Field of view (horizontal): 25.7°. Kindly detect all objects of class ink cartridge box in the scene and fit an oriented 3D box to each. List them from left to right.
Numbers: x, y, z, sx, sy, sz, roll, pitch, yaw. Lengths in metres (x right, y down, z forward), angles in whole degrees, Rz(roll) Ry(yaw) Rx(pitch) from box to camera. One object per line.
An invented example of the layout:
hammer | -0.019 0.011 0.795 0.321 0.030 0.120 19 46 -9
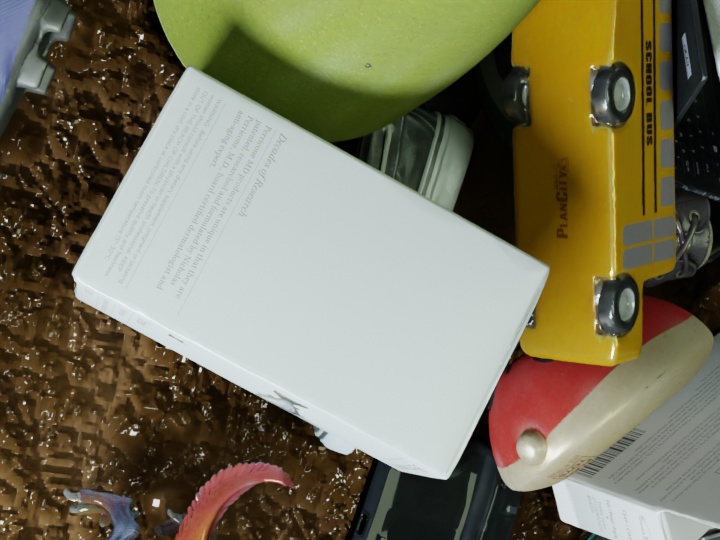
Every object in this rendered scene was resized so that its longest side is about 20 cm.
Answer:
ink cartridge box | 0.247 0.110 0.985 0.200 0.176 0.045 -33 118 -31

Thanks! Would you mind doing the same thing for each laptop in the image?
laptop | 0.207 -0.146 0.915 0.200 0.103 0.178 14 64 -40

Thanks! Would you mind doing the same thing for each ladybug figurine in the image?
ladybug figurine | 0.137 0.066 0.943 0.072 0.136 0.200 53 31 8

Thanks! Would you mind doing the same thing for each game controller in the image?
game controller | 0.031 0.192 0.952 0.104 0.042 0.201 20 85 -20

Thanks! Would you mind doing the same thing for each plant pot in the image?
plant pot | 0.018 -0.167 0.759 0.187 0.200 0.188 2 86 -27

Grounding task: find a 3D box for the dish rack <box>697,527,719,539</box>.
dish rack | 0.192 0.237 0.990 0.200 0.055 0.154 -19 118 15

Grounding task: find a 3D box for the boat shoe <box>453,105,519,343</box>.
boat shoe | 0.086 -0.028 0.920 0.200 0.070 0.070 -65 158 -10

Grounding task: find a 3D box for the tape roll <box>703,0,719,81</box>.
tape roll | 0.228 -0.140 0.902 0.203 0.037 0.203 -12 90 -69

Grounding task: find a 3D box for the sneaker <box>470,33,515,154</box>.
sneaker | 0.088 -0.161 0.873 0.070 0.082 0.201 -8 82 7

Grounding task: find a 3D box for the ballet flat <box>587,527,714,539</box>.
ballet flat | 0.205 0.170 1.042 0.200 0.068 0.068 -49 122 -18

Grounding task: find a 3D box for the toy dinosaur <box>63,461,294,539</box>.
toy dinosaur | -0.131 0.199 0.777 0.105 0.200 0.182 22 53 -20

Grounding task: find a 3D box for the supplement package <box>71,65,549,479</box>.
supplement package | -0.029 0.006 0.783 0.200 0.117 0.118 28 80 -6

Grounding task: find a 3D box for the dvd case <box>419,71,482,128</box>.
dvd case | 0.123 -0.129 0.971 0.200 0.016 0.149 -46 119 -20

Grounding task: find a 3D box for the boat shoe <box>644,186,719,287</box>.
boat shoe | 0.184 -0.025 0.958 0.200 0.065 0.072 -17 125 -56

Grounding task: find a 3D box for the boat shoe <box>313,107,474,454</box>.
boat shoe | 0.000 0.000 0.885 0.071 0.072 0.201 19 81 -10

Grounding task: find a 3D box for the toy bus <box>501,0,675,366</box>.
toy bus | 0.122 -0.055 0.828 0.078 0.065 0.201 -14 104 -50

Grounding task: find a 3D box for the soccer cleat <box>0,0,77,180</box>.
soccer cleat | -0.208 -0.063 0.740 0.084 0.065 0.201 27 86 -4
